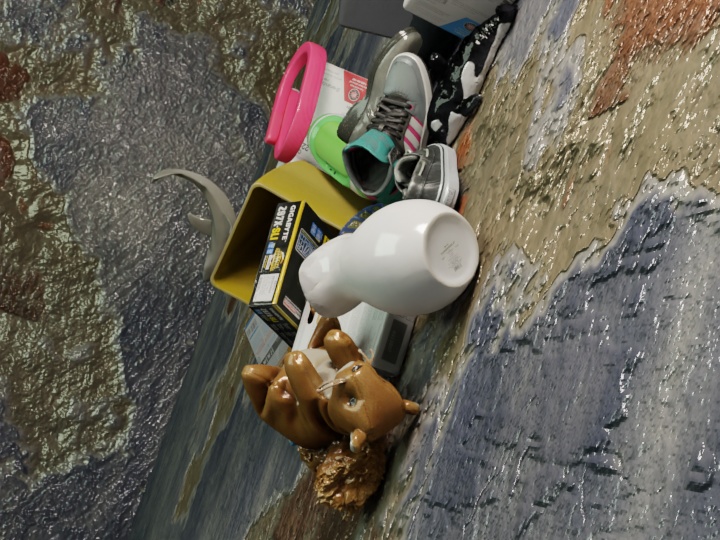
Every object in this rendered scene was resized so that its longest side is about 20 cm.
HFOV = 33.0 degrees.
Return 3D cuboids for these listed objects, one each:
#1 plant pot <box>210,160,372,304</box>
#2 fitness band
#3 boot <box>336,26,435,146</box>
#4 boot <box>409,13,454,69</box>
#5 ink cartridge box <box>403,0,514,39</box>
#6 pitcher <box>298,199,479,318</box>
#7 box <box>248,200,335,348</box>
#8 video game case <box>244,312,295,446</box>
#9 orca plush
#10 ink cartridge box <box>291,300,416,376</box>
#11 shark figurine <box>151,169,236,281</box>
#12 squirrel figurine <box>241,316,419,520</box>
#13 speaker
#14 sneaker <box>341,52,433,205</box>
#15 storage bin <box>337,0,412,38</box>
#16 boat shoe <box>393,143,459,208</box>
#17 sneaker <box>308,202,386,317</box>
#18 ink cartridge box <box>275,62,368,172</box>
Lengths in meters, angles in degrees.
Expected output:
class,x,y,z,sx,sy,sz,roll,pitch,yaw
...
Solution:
class,x,y,z,sx,sy,sz,roll,pitch,yaw
plant pot,-0.084,-0.052,1.858,0.201,0.198,0.177,-61,2,34
fitness band,-0.102,-0.269,1.953,0.143,0.037,0.203,-30,45,60
boot,0.061,-0.218,1.664,0.067,0.131,0.201,-13,-39,-54
boot,0.081,-0.286,1.739,0.200,0.076,0.170,127,163,-69
ink cartridge box,0.148,-0.382,1.507,0.200,0.115,0.067,-46,24,55
pitcher,0.049,-0.023,1.340,0.199,0.122,0.172,-12,26,52
box,-0.066,0.026,1.654,0.049,0.200,0.161,-5,56,29
video game case,-0.108,0.135,1.777,0.143,0.018,0.202,-54,53,49
orca plush,0.122,-0.254,1.523,0.106,0.070,0.201,-82,17,-45
ink cartridge box,0.000,0.045,1.510,0.199,0.057,0.165,-6,65,61
shark figurine,-0.224,-0.085,1.861,0.127,0.216,0.090,-27,31,-3
squirrel figurine,-0.013,0.165,1.350,0.186,0.140,0.203,9,117,52
speaker,-0.010,-0.172,1.819,0.200,0.088,0.089,43,113,56
sneaker,0.031,-0.180,1.583,0.120,0.083,0.203,-18,-64,-57
storage bin,0.053,-0.436,1.867,0.146,0.197,0.136,-89,14,-58
boat shoe,0.077,-0.122,1.504,0.200,0.070,0.073,-102,34,-74
sneaker,0.000,0.000,1.644,0.201,0.075,0.088,-54,-34,-19
ink cartridge box,-0.037,-0.223,1.990,0.144,0.083,0.202,28,101,39
